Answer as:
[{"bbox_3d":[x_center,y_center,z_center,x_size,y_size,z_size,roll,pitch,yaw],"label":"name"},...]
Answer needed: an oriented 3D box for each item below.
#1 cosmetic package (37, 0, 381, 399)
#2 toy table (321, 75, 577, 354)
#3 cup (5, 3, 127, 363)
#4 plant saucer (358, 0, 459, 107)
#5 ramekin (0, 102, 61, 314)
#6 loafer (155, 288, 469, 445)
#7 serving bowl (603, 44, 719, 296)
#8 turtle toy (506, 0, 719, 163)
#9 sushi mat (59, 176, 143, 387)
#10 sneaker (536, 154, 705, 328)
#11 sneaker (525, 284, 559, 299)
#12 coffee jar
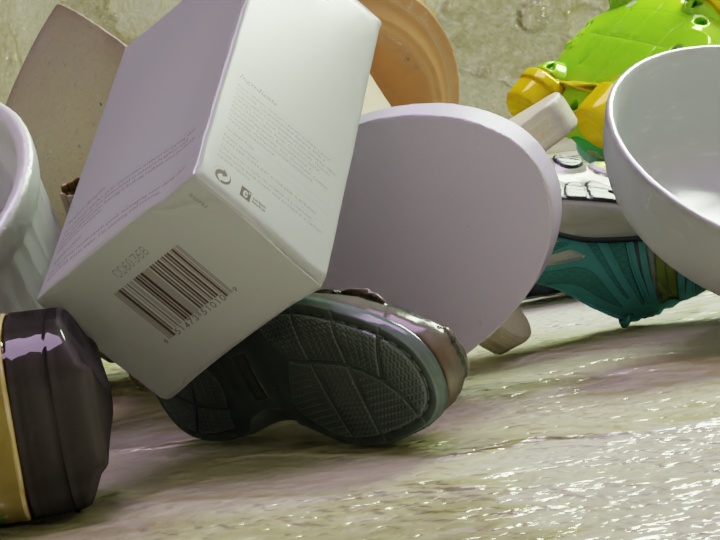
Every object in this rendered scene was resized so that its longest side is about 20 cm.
[{"bbox_3d":[-0.064,-0.052,1.230,0.113,0.081,0.200,-35,25,34],"label":"cosmetic package"},{"bbox_3d":[0.020,-0.022,1.345,0.200,0.184,0.117,-17,14,23],"label":"toy table"},{"bbox_3d":[-0.136,-0.033,1.543,0.143,0.200,0.200,-52,10,-3],"label":"cup"},{"bbox_3d":[-0.037,-0.069,1.431,0.200,0.201,0.032,-11,40,-22],"label":"plant saucer"},{"bbox_3d":[-0.235,0.011,1.344,0.200,0.098,0.201,-16,38,13],"label":"ramekin"},{"bbox_3d":[-0.018,0.035,1.213,0.063,0.072,0.200,-35,18,-36],"label":"loafer"},{"bbox_3d":[0.212,-0.033,1.344,0.200,0.066,0.200,9,33,-6],"label":"serving bowl"},{"bbox_3d":[0.196,-0.112,1.701,0.146,0.101,0.200,-46,32,-14],"label":"turtle toy"},{"bbox_3d":[-0.092,0.000,1.424,0.095,0.012,0.200,-13,-32,-1],"label":"sushi mat"},{"bbox_3d":[0.154,-0.011,1.431,0.200,0.080,0.078,8,26,2],"label":"sneaker"},{"bbox_3d":[0.144,-0.028,1.610,0.200,0.079,0.079,-9,-1,-17],"label":"sneaker"},{"bbox_3d":[-0.202,0.070,1.131,0.200,0.086,0.104,-9,7,-4],"label":"coffee jar"}]
